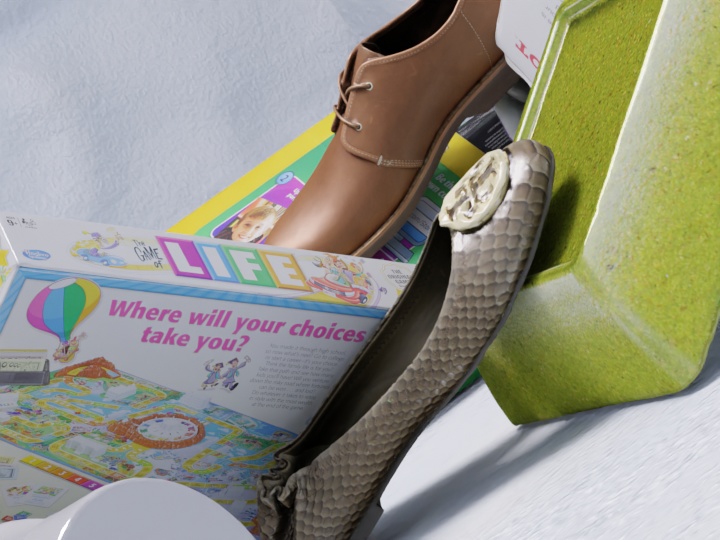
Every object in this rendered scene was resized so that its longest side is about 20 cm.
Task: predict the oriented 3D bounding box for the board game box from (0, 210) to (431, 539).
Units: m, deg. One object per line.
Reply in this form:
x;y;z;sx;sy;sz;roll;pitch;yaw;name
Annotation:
-0.076;0.049;1.009;0.199;0.034;0.135;8;-55;-34;board game box

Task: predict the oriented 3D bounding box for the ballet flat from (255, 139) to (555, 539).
0.014;0.033;0.982;0.201;0.046;0.067;-60;13;20;ballet flat

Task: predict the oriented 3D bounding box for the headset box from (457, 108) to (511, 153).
0.064;-0.034;1.626;0.174;0.093;0.200;-39;4;-36;headset box

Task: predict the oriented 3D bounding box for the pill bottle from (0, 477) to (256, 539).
-0.115;0.145;0.781;0.200;0.115;0.114;-34;4;38;pill bottle

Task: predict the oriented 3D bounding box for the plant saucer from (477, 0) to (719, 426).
0.100;-0.047;0.983;0.200;0.048;0.201;154;136;-73;plant saucer

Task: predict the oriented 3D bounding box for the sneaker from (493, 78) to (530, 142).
0.125;-0.110;1.343;0.073;0.114;0.201;-51;15;31;sneaker

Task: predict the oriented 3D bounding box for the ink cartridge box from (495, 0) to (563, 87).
0.144;-0.132;1.165;0.085;0.148;0.200;-34;-21;-18;ink cartridge box

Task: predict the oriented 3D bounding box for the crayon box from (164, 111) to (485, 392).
0.000;0.000;1.326;0.172;0.058;0.200;-35;37;-10;crayon box

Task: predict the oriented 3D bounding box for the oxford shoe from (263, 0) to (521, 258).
0.006;-0.075;1.280;0.200;0.071;0.071;-53;37;-2;oxford shoe
